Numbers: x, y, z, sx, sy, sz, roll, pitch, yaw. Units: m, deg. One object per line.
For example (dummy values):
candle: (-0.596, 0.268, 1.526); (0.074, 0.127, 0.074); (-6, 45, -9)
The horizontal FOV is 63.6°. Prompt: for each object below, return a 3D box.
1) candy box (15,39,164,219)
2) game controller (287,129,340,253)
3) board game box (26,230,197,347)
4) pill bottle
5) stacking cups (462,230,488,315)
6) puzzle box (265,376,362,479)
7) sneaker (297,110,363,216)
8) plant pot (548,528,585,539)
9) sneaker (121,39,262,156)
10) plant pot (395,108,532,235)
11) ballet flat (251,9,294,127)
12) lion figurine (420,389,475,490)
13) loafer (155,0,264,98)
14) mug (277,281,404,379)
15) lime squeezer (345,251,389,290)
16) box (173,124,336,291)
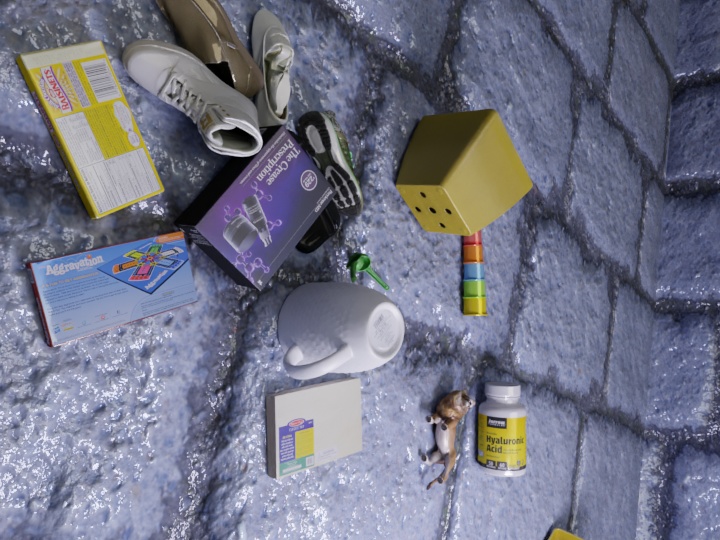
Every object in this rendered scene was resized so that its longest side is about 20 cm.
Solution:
candy box: (-0.331, -0.176, 0.727); (0.102, 0.026, 0.201); (-33, 112, -39)
game controller: (-0.105, -0.129, 0.964); (0.104, 0.042, 0.201); (-40, 117, -23)
board game box: (-0.310, 0.018, 0.749); (0.199, 0.019, 0.104); (-19, 104, -45)
pill bottle: (0.330, 0.365, 1.350); (0.111, 0.111, 0.202); (4, 85, -46)
stacking cups: (0.261, 0.004, 1.332); (0.060, 0.060, 0.202); (6, 81, -46)
puzzle box: (-0.074, 0.261, 0.987); (0.199, 0.025, 0.134); (0, 89, -46)
sneaker: (-0.033, -0.193, 1.016); (0.089, 0.076, 0.201); (-47, 124, -46)
plant pot: (0.575, 0.856, 1.541); (0.200, 0.199, 0.178); (-33, 124, -42)
sneaker: (-0.216, -0.225, 0.772); (0.199, 0.074, 0.116); (22, 29, -35)
plant pot: (0.190, -0.183, 1.174); (0.177, 0.199, 0.200); (-51, 125, -20)
ballet flat: (-0.132, -0.316, 0.913); (0.069, 0.069, 0.202); (4, 85, -46)
lion figurine: (0.183, 0.356, 1.236); (0.122, 0.072, 0.202); (1, 103, -59)
loafer: (-0.214, -0.319, 0.820); (0.200, 0.076, 0.068); (47, 51, -35)
mug: (-0.038, 0.105, 0.921); (0.200, 0.175, 0.148); (-38, 115, -40)
lime squeezer: (0.000, 0.000, 1.040); (0.200, 0.038, 0.071); (19, 53, -71)
box: (-0.149, -0.093, 0.858); (0.200, 0.079, 0.141); (-55, 128, -19)
